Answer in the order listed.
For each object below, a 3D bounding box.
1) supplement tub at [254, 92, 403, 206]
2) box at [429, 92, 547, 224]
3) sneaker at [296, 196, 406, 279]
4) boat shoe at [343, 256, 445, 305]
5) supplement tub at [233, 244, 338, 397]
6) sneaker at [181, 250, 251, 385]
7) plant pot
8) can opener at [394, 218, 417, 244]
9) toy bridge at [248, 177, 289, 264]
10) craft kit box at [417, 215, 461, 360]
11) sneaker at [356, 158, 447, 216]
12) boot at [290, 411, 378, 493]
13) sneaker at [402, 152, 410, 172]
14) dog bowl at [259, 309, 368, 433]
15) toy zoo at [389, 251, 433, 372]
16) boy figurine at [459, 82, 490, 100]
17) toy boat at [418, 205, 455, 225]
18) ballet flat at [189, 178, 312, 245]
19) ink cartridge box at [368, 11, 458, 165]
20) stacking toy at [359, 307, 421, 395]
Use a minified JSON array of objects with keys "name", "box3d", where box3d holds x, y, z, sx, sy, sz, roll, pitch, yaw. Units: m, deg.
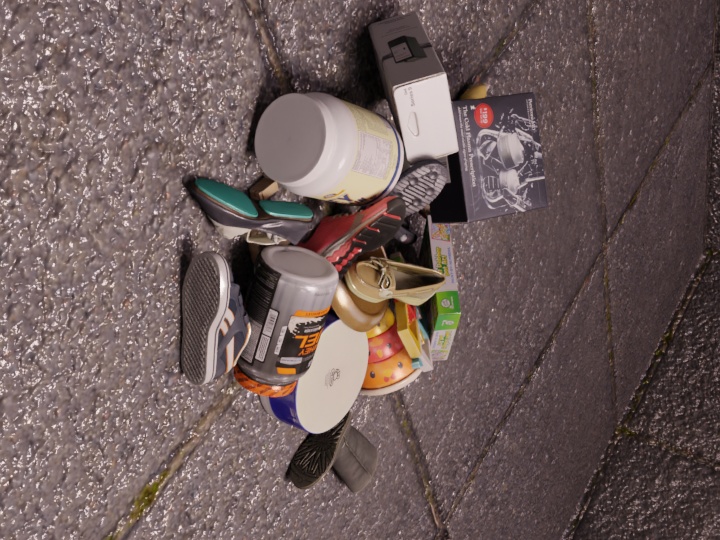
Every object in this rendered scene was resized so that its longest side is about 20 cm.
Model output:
[{"name":"supplement tub","box3d":[-0.043,-0.173,1.267,0.200,0.144,0.146,5,101,-58]},{"name":"box","box3d":[0.209,-0.191,1.502,0.181,0.104,0.201,-13,98,-31]},{"name":"sneaker","box3d":[-0.023,-0.060,1.323,0.200,0.087,0.074,-38,153,18]},{"name":"boat shoe","box3d":[0.054,0.012,1.418,0.200,0.063,0.074,15,51,-44]},{"name":"supplement tub","box3d":[-0.114,0.074,1.279,0.122,0.122,0.201,-17,132,-53]},{"name":"sneaker","box3d":[-0.196,0.057,1.208,0.079,0.078,0.201,-21,133,-46]},{"name":"plant pot","box3d":[0.000,0.000,1.451,0.200,0.027,0.201,31,53,-52]},{"name":"can opener","box3d":[0.070,-0.075,1.537,0.200,0.078,0.064,43,26,-73]},{"name":"toy bridge","box3d":[-0.132,-0.036,1.306,0.067,0.027,0.201,-43,138,-35]},{"name":"craft kit box","box3d":[0.139,0.034,1.596,0.200,0.048,0.199,94,-10,-61]},{"name":"sneaker","box3d":[0.054,-0.119,1.380,0.070,0.200,0.082,34,33,-28]},{"name":"boot","box3d":[-0.042,0.355,1.612,0.182,0.072,0.200,-53,150,-25]},{"name":"sneaker","box3d":[0.087,-0.197,1.546,0.201,0.070,0.080,-59,161,-17]},{"name":"dog bowl","box3d":[-0.073,0.161,1.445,0.200,0.078,0.201,-32,130,-46]},{"name":"toy zoo","box3d":[0.089,0.083,1.522,0.131,0.020,0.201,58,21,-45]},{"name":"boy figurine","box3d":[0.222,-0.301,1.697,0.200,0.064,0.125,-7,114,-58]},{"name":"toy boat","box3d":[0.173,-0.175,1.631,0.200,0.131,0.131,-47,108,-11]},{"name":"ballet flat","box3d":[-0.153,-0.070,1.206,0.199,0.073,0.073,11,96,-42]},{"name":"ink cartridge box","box3d":[0.081,-0.281,1.360,0.201,0.084,0.146,-104,178,-47]},{"name":"stacking toy","box3d":[0.019,0.105,1.552,0.146,0.146,0.201,-43,119,-39]}]
